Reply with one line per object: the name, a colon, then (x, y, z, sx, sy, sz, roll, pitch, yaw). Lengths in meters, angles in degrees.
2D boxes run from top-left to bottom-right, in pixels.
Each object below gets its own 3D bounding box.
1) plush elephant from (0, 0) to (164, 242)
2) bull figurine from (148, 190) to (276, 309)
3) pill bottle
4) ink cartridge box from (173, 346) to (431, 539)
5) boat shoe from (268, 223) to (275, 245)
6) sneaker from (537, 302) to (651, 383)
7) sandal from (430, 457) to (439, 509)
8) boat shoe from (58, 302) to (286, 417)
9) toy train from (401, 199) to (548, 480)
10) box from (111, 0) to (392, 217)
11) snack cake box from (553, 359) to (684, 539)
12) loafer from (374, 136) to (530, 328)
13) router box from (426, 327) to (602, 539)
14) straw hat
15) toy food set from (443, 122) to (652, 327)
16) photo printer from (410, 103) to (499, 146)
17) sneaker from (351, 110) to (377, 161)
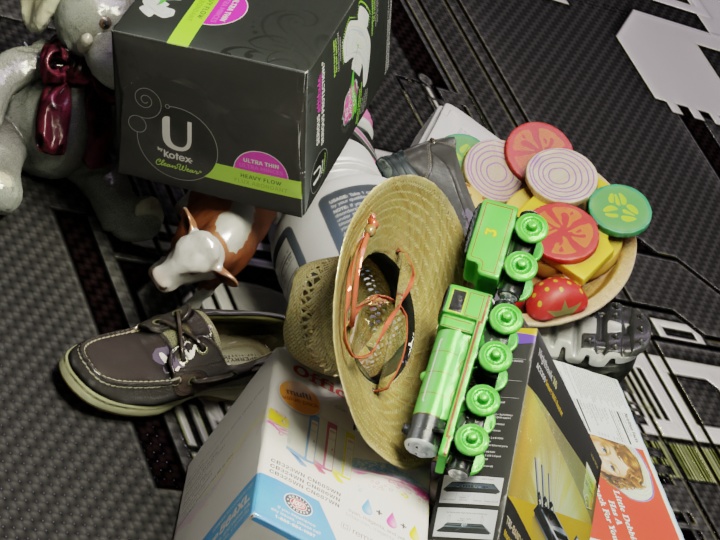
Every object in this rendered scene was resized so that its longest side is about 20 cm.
plush elephant: (-0.203, -0.142, 1.679, 0.164, 0.155, 0.201, 16, 37, -32)
bull figurine: (-0.103, -0.035, 1.649, 0.065, 0.121, 0.201, 36, 48, -9)
pill bottle: (0.000, 0.000, 1.684, 0.119, 0.120, 0.201, 13, 38, -36)
ink cartridge box: (-0.039, 0.159, 1.475, 0.128, 0.125, 0.201, 29, 32, -15)
boat shoe: (0.016, 0.014, 1.788, 0.200, 0.065, 0.074, 41, 31, 6)
sneaker: (0.131, 0.062, 1.848, 0.198, 0.091, 0.067, 9, 50, 0)
sandal: (0.061, 0.116, 1.684, 0.080, 0.054, 0.200, -27, 62, -26)
boat shoe: (-0.123, 0.054, 1.588, 0.199, 0.065, 0.073, -6, 51, -50)
toy train: (0.075, 0.042, 1.470, 0.056, 0.042, 0.201, 16, 61, 5)
box: (-0.073, -0.156, 1.618, 0.147, 0.125, 0.200, 13, 39, 13)
snack cake box: (0.166, 0.162, 1.745, 0.114, 0.067, 0.201, 19, 35, -31)
loafer: (0.088, -0.018, 1.750, 0.072, 0.073, 0.201, -29, 75, -10)
router box: (0.109, 0.155, 1.543, 0.200, 0.052, 0.158, 59, 38, -54)
straw hat: (-0.004, 0.030, 1.473, 0.201, 0.084, 0.203, 2, 88, -62)
toy food set: (0.129, -0.039, 1.839, 0.199, 0.049, 0.198, 33, 54, 20)
photo printer: (0.120, -0.041, 1.967, 0.199, 0.070, 0.167, 35, 31, -5)
sneaker: (-0.054, -0.096, 1.858, 0.199, 0.080, 0.087, -2, 58, -40)
